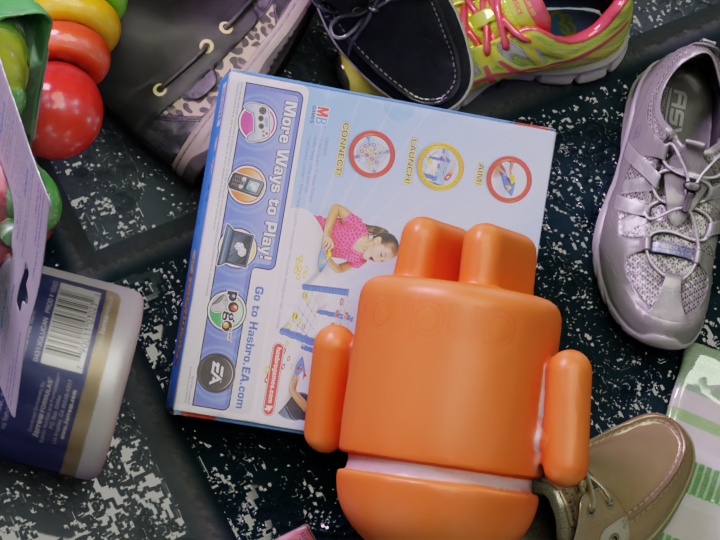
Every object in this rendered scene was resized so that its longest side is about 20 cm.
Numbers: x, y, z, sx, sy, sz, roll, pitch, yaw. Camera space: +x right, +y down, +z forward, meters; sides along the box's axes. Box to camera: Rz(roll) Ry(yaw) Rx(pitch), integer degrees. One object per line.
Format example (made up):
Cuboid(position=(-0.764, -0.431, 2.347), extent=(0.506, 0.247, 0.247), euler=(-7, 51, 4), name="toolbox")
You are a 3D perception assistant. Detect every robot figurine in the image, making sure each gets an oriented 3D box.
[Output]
Cuboid(position=(0.046, 0.074, 1.441), extent=(0.143, 0.117, 0.201), euler=(8, 86, -11), name="robot figurine")

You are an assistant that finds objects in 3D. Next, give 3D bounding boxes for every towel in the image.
Cuboid(position=(0.240, 0.156, 1.566), extent=(0.152, 0.023, 0.201), euler=(21, 65, -3), name="towel")

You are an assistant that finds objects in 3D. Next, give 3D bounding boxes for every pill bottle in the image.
Cuboid(position=(-0.228, 0.040, 1.458), extent=(0.199, 0.111, 0.112), euler=(15, 65, -6), name="pill bottle")

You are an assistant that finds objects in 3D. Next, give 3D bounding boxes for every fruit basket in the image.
Cuboid(position=(-0.190, -0.057, 1.351), extent=(0.093, 0.186, 0.200), euler=(-14, 57, -24), name="fruit basket")

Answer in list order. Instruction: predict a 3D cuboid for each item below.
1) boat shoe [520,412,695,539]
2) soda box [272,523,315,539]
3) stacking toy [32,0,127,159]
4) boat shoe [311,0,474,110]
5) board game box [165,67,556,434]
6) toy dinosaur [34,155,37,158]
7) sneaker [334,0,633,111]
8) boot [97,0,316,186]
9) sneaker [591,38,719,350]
Cuboid(position=(0.118, 0.142, 1.512), extent=(0.200, 0.065, 0.072), euler=(-35, 62, -20), name="boat shoe")
Cuboid(position=(-0.017, 0.247, 1.446), extent=(0.070, 0.063, 0.201), euler=(-24, 74, -22), name="soda box")
Cuboid(position=(-0.162, -0.153, 1.489), extent=(0.085, 0.085, 0.201), euler=(8, 59, -9), name="stacking toy")
Cuboid(position=(0.003, -0.170, 1.539), extent=(0.074, 0.062, 0.200), euler=(-28, 114, 9), name="boat shoe")
Cuboid(position=(0.000, 0.000, 1.522), extent=(0.195, 0.056, 0.201), euler=(10, 87, -9), name="board game box")
Cuboid(position=(-0.266, -0.097, 1.524), extent=(0.200, 0.086, 0.136), euler=(38, 65, 9), name="toy dinosaur")
Cuboid(position=(0.080, -0.151, 1.619), extent=(0.199, 0.090, 0.079), euler=(-15, 74, -17), name="sneaker")
Cuboid(position=(-0.109, -0.165, 1.595), extent=(0.150, 0.073, 0.201), euler=(30, 70, 1), name="boot")
Cuboid(position=(0.188, -0.051, 1.606), extent=(0.074, 0.082, 0.201), euler=(8, 66, -10), name="sneaker")
